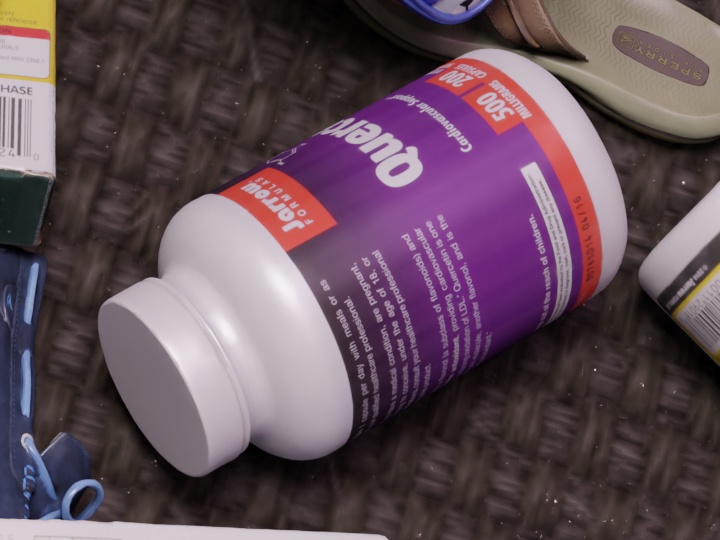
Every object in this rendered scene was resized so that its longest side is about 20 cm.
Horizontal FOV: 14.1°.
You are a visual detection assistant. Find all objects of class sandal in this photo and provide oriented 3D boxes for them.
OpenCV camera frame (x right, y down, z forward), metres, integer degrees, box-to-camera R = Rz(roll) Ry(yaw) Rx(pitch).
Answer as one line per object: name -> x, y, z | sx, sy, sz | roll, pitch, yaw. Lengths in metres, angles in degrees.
sandal -> 0.083, -0.120, 1.249 | 0.200, 0.057, 0.080 | 20, 65, -7

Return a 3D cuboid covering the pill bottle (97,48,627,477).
pill bottle -> 0.000, 0.000, 1.147 | 0.200, 0.112, 0.113 | -29, 79, -24

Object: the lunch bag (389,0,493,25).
lunch bag -> 0.041, -0.207, 1.158 | 0.160, 0.076, 0.200 | 34, 90, -41

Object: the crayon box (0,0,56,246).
crayon box -> -0.184, -0.107, 1.159 | 0.126, 0.051, 0.201 | 6, 53, -12

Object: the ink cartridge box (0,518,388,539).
ink cartridge box -> -0.067, 0.175, 1.059 | 0.199, 0.047, 0.161 | 6, 66, -35

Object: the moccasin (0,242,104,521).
moccasin -> -0.132, 0.075, 1.101 | 0.068, 0.080, 0.201 | -2, 70, -20

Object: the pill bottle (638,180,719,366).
pill bottle -> 0.219, 0.034, 1.194 | 0.200, 0.111, 0.111 | 46, 65, 5
